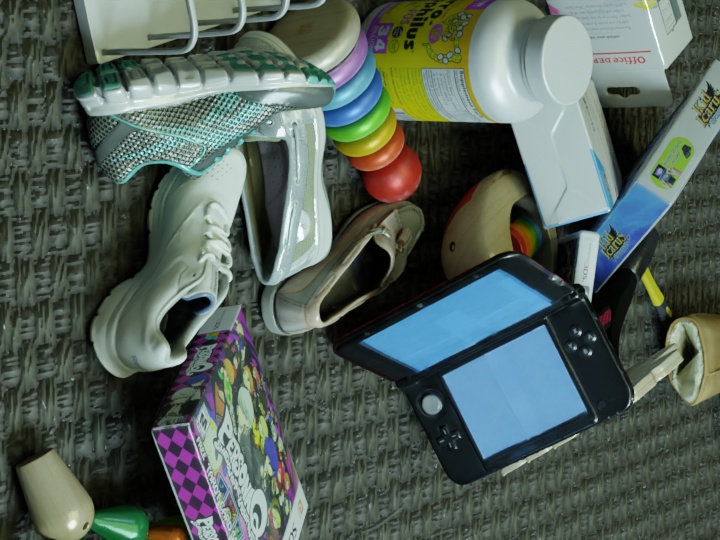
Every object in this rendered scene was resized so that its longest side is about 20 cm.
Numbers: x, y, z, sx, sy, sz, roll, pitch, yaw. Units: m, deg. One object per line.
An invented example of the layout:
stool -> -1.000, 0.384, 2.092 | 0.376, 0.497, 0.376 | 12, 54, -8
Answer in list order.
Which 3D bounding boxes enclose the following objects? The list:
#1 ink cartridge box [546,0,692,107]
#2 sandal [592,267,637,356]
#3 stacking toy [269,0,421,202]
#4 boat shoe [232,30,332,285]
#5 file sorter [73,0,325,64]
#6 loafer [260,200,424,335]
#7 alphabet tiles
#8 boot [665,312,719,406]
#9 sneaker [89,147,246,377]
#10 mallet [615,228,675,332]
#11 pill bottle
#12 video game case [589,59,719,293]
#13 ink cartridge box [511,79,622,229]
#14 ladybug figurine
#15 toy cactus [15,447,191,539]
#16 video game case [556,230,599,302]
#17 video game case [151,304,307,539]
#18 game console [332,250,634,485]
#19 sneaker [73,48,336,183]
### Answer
ink cartridge box -> 0.253, -0.264, 1.597 | 0.067, 0.116, 0.201 | -46, 126, -37
sandal -> 0.231, 0.061, 1.637 | 0.045, 0.075, 0.201 | 50, 43, -26
stacking toy -> -0.006, -0.132, 1.364 | 0.086, 0.085, 0.201 | -58, 139, -26
boat shoe -> -0.072, -0.089, 1.291 | 0.065, 0.074, 0.204 | -34, 125, -45
file sorter -> -0.106, -0.246, 1.195 | 0.199, 0.124, 0.140 | -27, 113, -43
loafer -> 0.000, 0.000, 1.386 | 0.200, 0.063, 0.072 | -36, 121, -39
alphabet tiles -> 0.226, 0.137, 1.569 | 0.195, 0.200, 0.015 | -32, 86, -42
boot -> 0.413, 0.132, 1.847 | 0.199, 0.066, 0.177 | -7, 88, -56
sneaker -> -0.127, -0.006, 1.228 | 0.074, 0.087, 0.201 | 38, 66, -41
mallet -> 0.322, 0.036, 1.773 | 0.066, 0.041, 0.201 | -54, 134, -31
pill bottle -> 0.096, -0.179, 1.370 | 0.104, 0.199, 0.105 | -7, 100, -47
video game case -> 0.297, -0.093, 1.629 | 0.045, 0.200, 0.182 | 35, 61, 4
ink cartridge box -> 0.200, -0.116, 1.541 | 0.200, 0.067, 0.116 | -38, 111, -74
ladybug figurine -> 0.129, -0.022, 1.495 | 0.200, 0.071, 0.137 | -25, 101, -65
toy cactus -> -0.204, 0.210, 1.183 | 0.199, 0.102, 0.166 | -30, 98, -39
video game case -> 0.192, 0.058, 1.543 | 0.200, 0.023, 0.184 | 122, -24, -88
video game case -> -0.097, 0.157, 1.256 | 0.182, 0.035, 0.201 | -72, 149, -63
game console -> 0.108, 0.090, 1.396 | 0.173, 0.199, 0.119 | 63, 27, 3
sneaker -> -0.115, -0.115, 1.213 | 0.198, 0.078, 0.092 | -7, 114, -15
